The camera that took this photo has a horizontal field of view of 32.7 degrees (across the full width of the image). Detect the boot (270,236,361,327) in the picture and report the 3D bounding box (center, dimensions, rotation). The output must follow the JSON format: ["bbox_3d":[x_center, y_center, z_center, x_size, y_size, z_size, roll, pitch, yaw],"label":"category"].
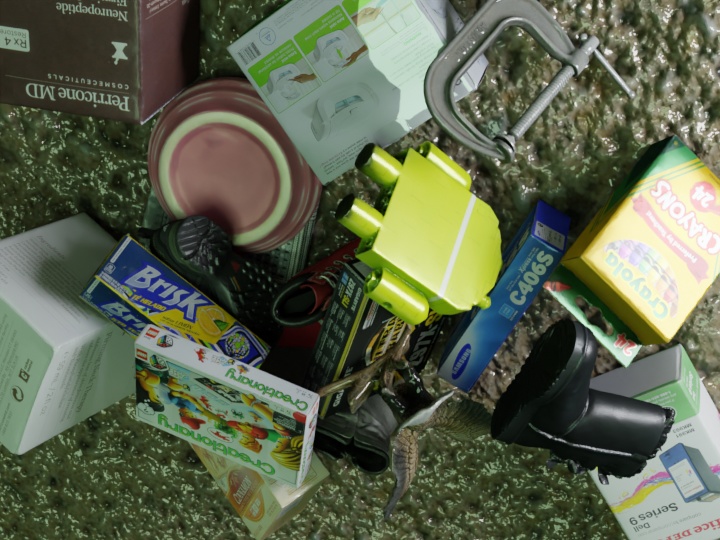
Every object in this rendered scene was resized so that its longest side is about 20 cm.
[{"bbox_3d":[0.000,0.000,1.304,0.199,0.144,0.073,-29,92,8],"label":"boot"}]

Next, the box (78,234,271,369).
[{"bbox_3d":[-0.199,0.055,1.314,0.199,0.065,0.070,38,147,-10],"label":"box"}]

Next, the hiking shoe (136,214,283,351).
[{"bbox_3d":[-0.160,0.013,1.357,0.100,0.076,0.201,3,139,43],"label":"hiking shoe"}]

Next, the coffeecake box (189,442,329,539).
[{"bbox_3d":[-0.135,0.195,1.416,0.201,0.073,0.154,53,153,13],"label":"coffeecake box"}]

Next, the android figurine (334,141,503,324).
[{"bbox_3d":[0.066,-0.035,1.218,0.199,0.184,0.041,33,151,-27],"label":"android figurine"}]

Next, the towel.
[{"bbox_3d":[-0.153,-0.052,1.399,0.198,0.035,0.194,19,118,6],"label":"towel"}]

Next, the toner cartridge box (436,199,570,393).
[{"bbox_3d":[0.154,0.028,1.320,0.043,0.095,0.201,30,118,-1],"label":"toner cartridge box"}]

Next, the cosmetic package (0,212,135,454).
[{"bbox_3d":[-0.351,0.065,1.392,0.166,0.199,0.168,38,123,16],"label":"cosmetic package"}]

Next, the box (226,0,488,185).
[{"bbox_3d":[-0.001,-0.217,1.242,0.199,0.097,0.177,-31,105,25],"label":"box"}]

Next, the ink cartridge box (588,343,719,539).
[{"bbox_3d":[0.334,0.206,1.361,0.144,0.088,0.201,-25,108,24],"label":"ink cartridge box"}]

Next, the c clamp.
[{"bbox_3d":[0.160,-0.180,1.185,0.171,0.200,0.027,50,159,-8],"label":"c clamp"}]

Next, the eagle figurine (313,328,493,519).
[{"bbox_3d":[0.062,0.162,1.298,0.150,0.152,0.201,-11,124,30],"label":"eagle figurine"}]

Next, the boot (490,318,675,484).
[{"bbox_3d":[0.237,0.135,1.228,0.161,0.074,0.199,17,138,-10],"label":"boot"}]

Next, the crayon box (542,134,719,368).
[{"bbox_3d":[0.289,-0.018,1.216,0.127,0.051,0.200,42,75,-8],"label":"crayon box"}]

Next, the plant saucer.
[{"bbox_3d":[-0.141,-0.106,1.333,0.198,0.051,0.203,5,114,11],"label":"plant saucer"}]

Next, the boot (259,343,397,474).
[{"bbox_3d":[-0.044,0.150,1.410,0.198,0.131,0.068,24,121,3],"label":"boot"}]

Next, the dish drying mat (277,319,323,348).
[{"bbox_3d":[-0.112,0.054,1.414,0.197,0.018,0.078,3,120,5],"label":"dish drying mat"}]

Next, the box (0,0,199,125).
[{"bbox_3d":[-0.265,-0.278,1.245,0.164,0.165,0.202,9,117,11],"label":"box"}]

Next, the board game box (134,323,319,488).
[{"bbox_3d":[-0.143,0.143,1.282,0.198,0.035,0.127,21,136,12],"label":"board game box"}]

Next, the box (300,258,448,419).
[{"bbox_3d":[0.028,0.054,1.312,0.049,0.159,0.201,44,135,26],"label":"box"}]
